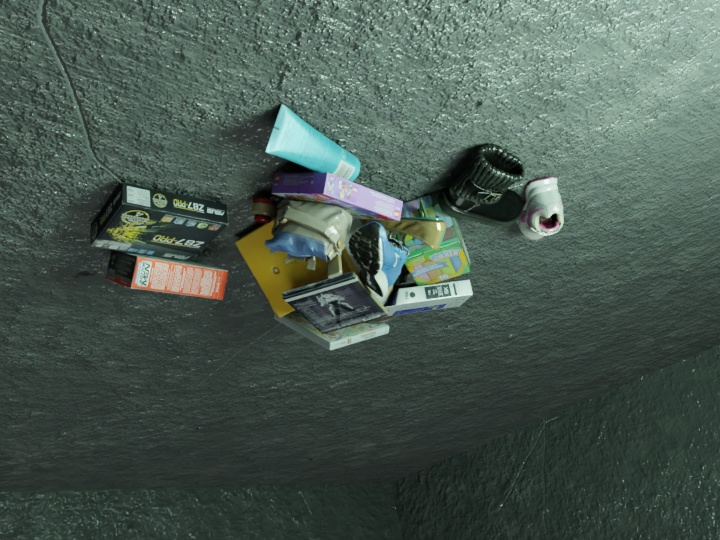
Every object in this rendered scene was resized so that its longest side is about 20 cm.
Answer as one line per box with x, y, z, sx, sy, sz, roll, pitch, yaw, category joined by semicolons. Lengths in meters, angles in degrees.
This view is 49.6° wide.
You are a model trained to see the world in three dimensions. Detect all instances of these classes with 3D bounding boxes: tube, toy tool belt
-0.076;-0.197;1.278;0.050;0.078;0.199;11;173;37;tube
-0.114;-0.059;1.383;0.198;0.125;0.125;9;175;21;toy tool belt

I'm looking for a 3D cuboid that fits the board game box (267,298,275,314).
-0.140;0.027;1.668;0.134;0.035;0.201;-11;154;-2;board game box

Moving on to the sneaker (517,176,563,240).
0.376;-0.107;1.627;0.080;0.089;0.200;-13;155;1;sneaker

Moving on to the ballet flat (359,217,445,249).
0.069;-0.075;1.460;0.198;0.064;0.068;10;-175;41;ballet flat

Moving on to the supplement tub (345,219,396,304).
0.000;0.000;1.598;0.143;0.146;0.201;-8;150;-8;supplement tub

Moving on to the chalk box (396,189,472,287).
0.136;-0.069;1.558;0.122;0.126;0.200;-17;153;11;chalk box

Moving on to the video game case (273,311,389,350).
-0.066;0.116;1.760;0.181;0.199;0.023;-12;116;-43;video game case

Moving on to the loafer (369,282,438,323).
0.087;0.058;1.738;0.198;0.074;0.071;-18;155;-1;loafer

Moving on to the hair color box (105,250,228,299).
-0.369;0.008;1.495;0.199;0.065;0.110;12;-179;-43;hair color box

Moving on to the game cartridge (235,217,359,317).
-0.123;-0.024;1.502;0.199;0.178;0.032;-26;-171;27;game cartridge

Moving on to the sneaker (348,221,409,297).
0.037;-0.036;1.407;0.089;0.078;0.201;-47;157;-16;sneaker

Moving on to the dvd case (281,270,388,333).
-0.046;0.065;1.514;0.147;0.016;0.200;-17;151;14;dvd case

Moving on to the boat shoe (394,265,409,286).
0.083;-0.016;1.711;0.065;0.073;0.201;-14;160;-8;boat shoe

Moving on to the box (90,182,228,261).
-0.360;-0.083;1.394;0.198;0.050;0.161;10;151;-37;box

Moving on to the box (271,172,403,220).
-0.039;-0.129;1.380;0.136;0.040;0.199;7;174;43;box

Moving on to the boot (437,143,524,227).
0.266;-0.160;1.484;0.209;0.080;0.158;1;148;-34;boot

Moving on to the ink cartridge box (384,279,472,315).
0.128;0.061;1.645;0.197;0.040;0.100;-8;165;-14;ink cartridge box
